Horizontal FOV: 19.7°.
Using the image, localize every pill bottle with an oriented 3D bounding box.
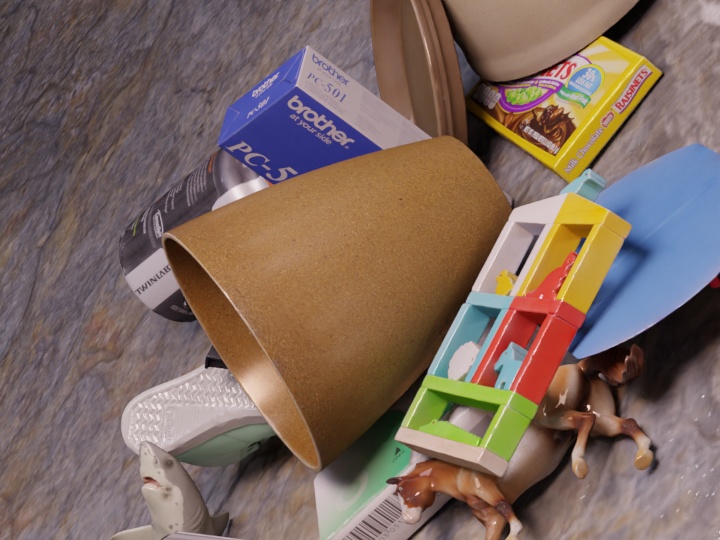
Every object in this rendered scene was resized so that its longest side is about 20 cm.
[{"bbox_3d":[-0.110,-0.046,1.786,0.200,0.106,0.106,-37,30,35],"label":"pill bottle"}]

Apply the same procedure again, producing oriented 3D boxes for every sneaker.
[{"bbox_3d":[-0.069,0.093,1.560,0.200,0.118,0.074,-20,75,14],"label":"sneaker"}]

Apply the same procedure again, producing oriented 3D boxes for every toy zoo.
[{"bbox_3d":[0.098,0.026,1.267,0.200,0.020,0.131,-62,20,-8],"label":"toy zoo"}]

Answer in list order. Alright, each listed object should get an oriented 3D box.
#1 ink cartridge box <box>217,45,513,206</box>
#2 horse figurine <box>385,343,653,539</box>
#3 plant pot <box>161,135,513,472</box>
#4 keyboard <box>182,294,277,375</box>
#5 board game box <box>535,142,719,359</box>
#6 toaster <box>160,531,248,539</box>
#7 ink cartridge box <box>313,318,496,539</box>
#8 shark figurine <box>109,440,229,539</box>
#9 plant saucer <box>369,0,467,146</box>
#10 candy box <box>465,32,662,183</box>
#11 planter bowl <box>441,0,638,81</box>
[{"bbox_3d":[0.005,-0.070,1.489,0.094,0.200,0.044,-32,33,40],"label":"ink cartridge box"},{"bbox_3d":[0.106,0.111,1.254,0.200,0.050,0.133,-47,26,17],"label":"horse figurine"},{"bbox_3d":[0.000,0.000,1.379,0.200,0.187,0.186,-35,21,-12],"label":"plant pot"},{"bbox_3d":[-0.068,0.002,1.535,0.127,0.021,0.200,5,41,20],"label":"keyboard"},{"bbox_3d":[0.181,-0.003,1.273,0.158,0.039,0.200,-40,21,-2],"label":"board game box"},{"bbox_3d":[-0.056,0.257,1.211,0.119,0.181,0.200,-8,52,55],"label":"toaster"},{"bbox_3d":[0.033,0.088,1.423,0.161,0.050,0.200,-45,28,20],"label":"ink cartridge box"},{"bbox_3d":[-0.140,0.215,1.575,0.089,0.128,0.215,-43,-9,-44],"label":"shark figurine"},{"bbox_3d":[0.045,-0.144,1.585,0.029,0.201,0.200,-11,24,-9],"label":"plant saucer"},{"bbox_3d":[0.144,-0.133,1.529,0.102,0.026,0.200,-49,24,2],"label":"candy box"},{"bbox_3d":[0.123,-0.259,1.557,0.200,0.135,0.200,-34,27,20],"label":"planter bowl"}]
